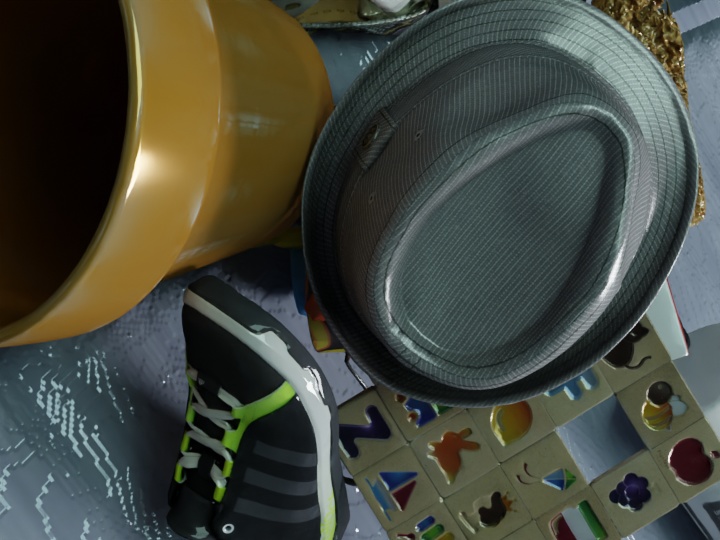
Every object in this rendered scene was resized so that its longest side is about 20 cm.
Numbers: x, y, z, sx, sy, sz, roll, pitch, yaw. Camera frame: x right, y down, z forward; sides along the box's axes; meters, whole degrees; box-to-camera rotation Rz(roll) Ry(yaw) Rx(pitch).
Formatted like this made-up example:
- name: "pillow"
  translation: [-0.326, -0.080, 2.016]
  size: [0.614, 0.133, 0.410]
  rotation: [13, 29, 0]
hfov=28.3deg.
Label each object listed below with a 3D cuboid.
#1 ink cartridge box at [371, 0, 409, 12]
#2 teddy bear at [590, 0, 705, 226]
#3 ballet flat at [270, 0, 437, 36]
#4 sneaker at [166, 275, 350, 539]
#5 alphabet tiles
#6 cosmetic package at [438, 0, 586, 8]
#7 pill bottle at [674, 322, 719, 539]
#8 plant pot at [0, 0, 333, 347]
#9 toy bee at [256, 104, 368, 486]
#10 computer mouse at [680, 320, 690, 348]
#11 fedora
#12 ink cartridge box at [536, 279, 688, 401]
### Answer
- name: "ink cartridge box"
  translation: [-0.044, -0.226, 0.665]
  size: [0.199, 0.085, 0.146]
  rotation: [29, 20, -53]
- name: "teddy bear"
  translation: [0.166, -0.123, 0.883]
  size: [0.145, 0.066, 0.202]
  rotation: [-66, 147, -74]
- name: "ballet flat"
  translation: [-0.027, -0.167, 0.804]
  size: [0.199, 0.072, 0.073]
  rotation: [-11, 87, -41]
- name: "sneaker"
  translation: [-0.056, 0.095, 0.680]
  size: [0.083, 0.071, 0.201]
  rotation: [-39, 137, -25]
- name: "alphabet tiles"
  translation: [0.065, 0.058, 0.699]
  size: [0.166, 0.008, 0.201]
  rotation: [-31, 99, 4]
- name: "cosmetic package"
  translation: [0.112, -0.212, 0.899]
  size: [0.105, 0.070, 0.202]
  rotation: [72, 33, -61]
- name: "pill bottle"
  translation: [0.273, 0.140, 0.962]
  size: [0.201, 0.113, 0.113]
  rotation: [53, 53, -20]
- name: "plant pot"
  translation: [-0.113, -0.072, 0.645]
  size: [0.183, 0.199, 0.203]
  rotation: [-3, 82, -57]
- name: "toy bee"
  translation: [0.000, 0.000, 0.751]
  size: [0.130, 0.109, 0.202]
  rotation: [-24, 79, 2]
- name: "computer mouse"
  translation: [0.170, -0.011, 0.909]
  size: [0.059, 0.034, 0.201]
  rotation: [46, 23, -27]
- name: "fedora"
  translation: [0.065, -0.025, 0.633]
  size: [0.200, 0.090, 0.177]
  rotation: [-44, 99, 6]
- name: "ink cartridge box"
  translation: [0.102, -0.036, 0.797]
  size: [0.083, 0.200, 0.178]
  rotation: [-17, 94, 2]
